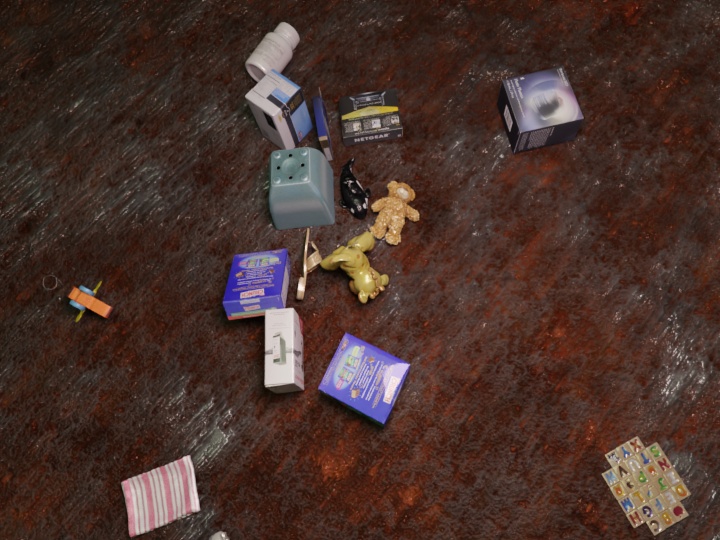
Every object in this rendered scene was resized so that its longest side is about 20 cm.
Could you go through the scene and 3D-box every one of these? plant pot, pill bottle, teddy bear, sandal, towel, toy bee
[{"bbox_3d":[-0.190,-0.263,1.581,0.191,0.201,0.201,-5,69,5],"label":"plant pot"},{"bbox_3d":[-0.300,-0.750,1.816,0.113,0.115,0.202,28,75,16],"label":"pill bottle"},{"bbox_3d":[0.102,-0.177,1.586,0.144,0.067,0.201,37,79,15],"label":"teddy bear"},{"bbox_3d":[-0.144,-0.015,1.565,0.068,0.078,0.216,10,76,-11],"label":"sandal"},{"bbox_3d":[-0.533,0.601,1.400,0.196,0.030,0.149,-21,70,-1],"label":"towel"},{"bbox_3d":[-0.843,0.077,1.602,0.130,0.109,0.201,-40,95,-17],"label":"toy bee"}]

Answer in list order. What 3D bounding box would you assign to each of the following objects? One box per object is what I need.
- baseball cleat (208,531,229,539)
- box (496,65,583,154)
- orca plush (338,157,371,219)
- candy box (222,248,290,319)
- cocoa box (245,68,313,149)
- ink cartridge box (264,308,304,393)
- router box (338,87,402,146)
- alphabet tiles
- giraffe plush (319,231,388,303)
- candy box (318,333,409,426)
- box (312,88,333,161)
[{"bbox_3d":[-0.333,0.762,1.306,0.106,0.070,0.201,-36,60,0],"label":"baseball cleat"},{"bbox_3d":[0.548,-0.495,1.618,0.194,0.124,0.204,-12,69,1],"label":"box"},{"bbox_3d":[-0.021,-0.263,1.629,0.103,0.071,0.204,-3,70,5],"label":"orca plush"},{"bbox_3d":[-0.293,0.037,1.510,0.165,0.078,0.202,-6,41,5],"label":"candy box"},{"bbox_3d":[-0.254,-0.505,1.676,0.133,0.201,0.132,37,77,18],"label":"cocoa box"},{"bbox_3d":[-0.206,0.222,1.436,0.081,0.147,0.204,-5,70,4],"label":"ink cartridge box"},{"bbox_3d":[0.033,-0.502,1.719,0.195,0.052,0.161,-7,70,4],"label":"router box"},{"bbox_3d":[0.701,0.526,1.290,0.164,0.006,0.202,-26,70,-4],"label":"alphabet tiles"},{"bbox_3d":[0.000,0.000,1.500,0.171,0.200,0.164,-34,98,-10],"label":"giraffe plush"},{"bbox_3d":[0.013,0.293,1.413,0.197,0.077,0.171,24,74,16],"label":"candy box"},{"bbox_3d":[-0.122,-0.470,1.690,0.032,0.121,0.204,-10,69,4],"label":"box"}]
